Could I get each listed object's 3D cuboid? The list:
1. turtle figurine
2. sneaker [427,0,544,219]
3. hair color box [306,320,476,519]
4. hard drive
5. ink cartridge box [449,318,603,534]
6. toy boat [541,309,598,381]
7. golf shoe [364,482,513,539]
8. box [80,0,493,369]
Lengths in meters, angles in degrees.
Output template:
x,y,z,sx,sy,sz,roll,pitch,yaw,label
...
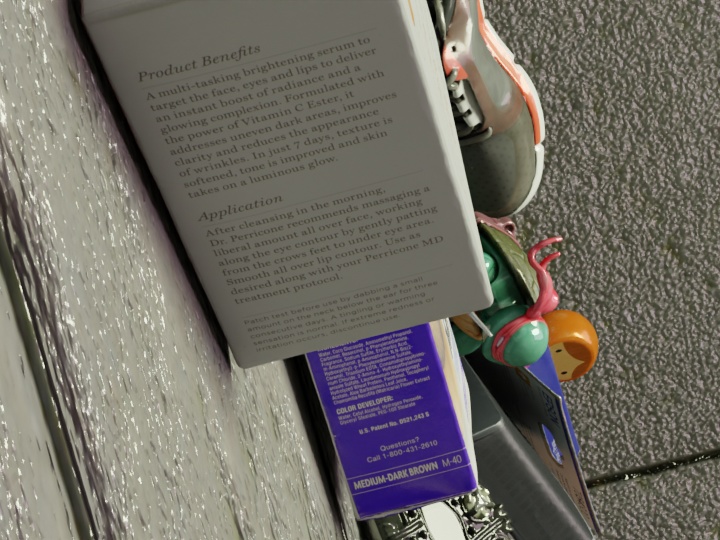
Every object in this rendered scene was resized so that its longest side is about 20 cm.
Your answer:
x,y,z,sx,sy,sz,roll,pitch,yaw,label
0.042,0.008,1.340,0.200,0.101,0.150,51,-32,46,turtle figurine
0.039,-0.106,1.338,0.200,0.077,0.082,70,28,-25,sneaker
0.000,0.000,1.166,0.109,0.065,0.200,-91,164,-67,hair color box
0.072,0.100,1.454,0.135,0.042,0.200,53,1,-21,hard drive
0.082,0.052,1.557,0.200,0.043,0.196,40,-14,29,ink cartridge box
0.105,0.066,1.777,0.131,0.131,0.200,59,17,-70,toy boat
0.047,0.176,1.280,0.077,0.088,0.200,-41,103,-40,golf shoe
-0.030,-0.089,0.939,0.200,0.106,0.152,70,8,-48,box
